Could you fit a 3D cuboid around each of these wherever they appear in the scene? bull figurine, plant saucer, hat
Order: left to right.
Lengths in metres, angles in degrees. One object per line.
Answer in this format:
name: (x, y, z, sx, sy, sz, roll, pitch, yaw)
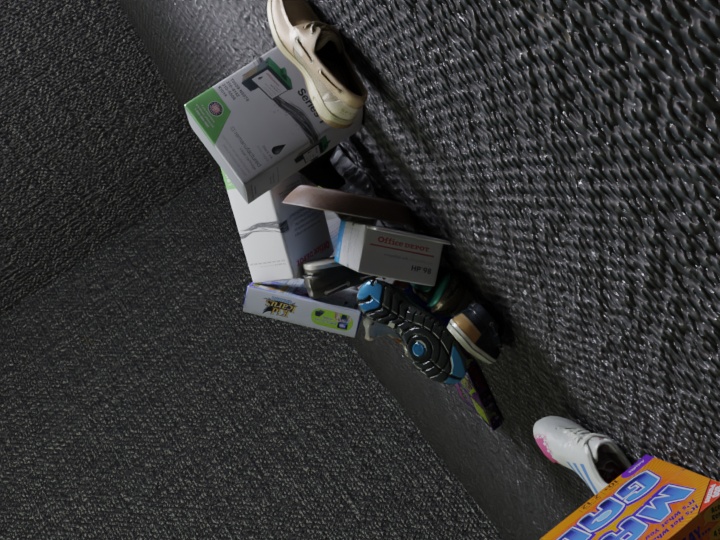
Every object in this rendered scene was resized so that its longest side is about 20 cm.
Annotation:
hat: (-0.079, -0.217, 1.473, 0.201, 0.081, 0.201, 39, -162, -15)
plant saucer: (-0.014, -0.097, 1.442, 0.200, 0.200, 0.035, -155, 75, -75)
bull figurine: (0.070, 0.080, 1.693, 0.122, 0.065, 0.200, 57, -148, -14)

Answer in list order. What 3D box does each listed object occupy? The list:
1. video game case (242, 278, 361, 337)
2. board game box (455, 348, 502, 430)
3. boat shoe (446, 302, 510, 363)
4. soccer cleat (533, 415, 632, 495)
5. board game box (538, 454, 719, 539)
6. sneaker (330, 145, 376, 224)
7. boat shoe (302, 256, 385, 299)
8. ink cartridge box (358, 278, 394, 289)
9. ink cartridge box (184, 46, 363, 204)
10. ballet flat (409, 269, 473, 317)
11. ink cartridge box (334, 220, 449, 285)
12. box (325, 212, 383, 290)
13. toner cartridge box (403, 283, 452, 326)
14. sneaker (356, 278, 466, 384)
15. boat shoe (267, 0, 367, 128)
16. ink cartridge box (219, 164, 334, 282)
video game case: (-0.085, 0.051, 1.596, 0.181, 0.046, 0.200, 14, -172, 2)
board game box: (0.201, 0.204, 1.834, 0.120, 0.032, 0.200, 41, 164, 45)
boat shoe: (0.174, 0.085, 1.377, 0.075, 0.062, 0.200, 47, -175, 19)
soccer cleat: (0.299, 0.234, 1.274, 0.200, 0.070, 0.086, 42, 150, 50)
board game box: (0.327, 0.350, 1.045, 0.200, 0.200, 0.200, 54, 173, -4)
sneaker: (-0.022, -0.141, 1.602, 0.200, 0.075, 0.082, 62, -175, 25)
boat shoe: (0.000, 0.000, 1.541, 0.067, 0.200, 0.057, 21, 118, 59)
ink cartridge box: (0.045, 0.034, 1.903, 0.200, 0.067, 0.116, 51, 172, 25)
ink cartridge box: (-0.115, -0.211, 1.337, 0.146, 0.200, 0.084, 52, 169, 10)
ballet flat: (0.129, 0.035, 1.464, 0.075, 0.068, 0.200, 34, -178, -12)
ink cartridge box: (0.041, -0.026, 1.396, 0.116, 0.067, 0.200, 10, -177, -14)
box: (-0.032, -0.075, 1.730, 0.200, 0.112, 0.101, 54, 170, -2)
toner cartridge box: (0.095, 0.070, 1.576, 0.095, 0.043, 0.200, 53, -165, 3)
sneaker: (0.087, 0.082, 1.414, 0.200, 0.073, 0.082, 46, -160, 21)
boat shoe: (-0.047, -0.272, 1.197, 0.065, 0.071, 0.200, -45, 68, 47)
ink cartridge box: (-0.128, -0.097, 1.546, 0.145, 0.084, 0.200, -36, -64, -59)
